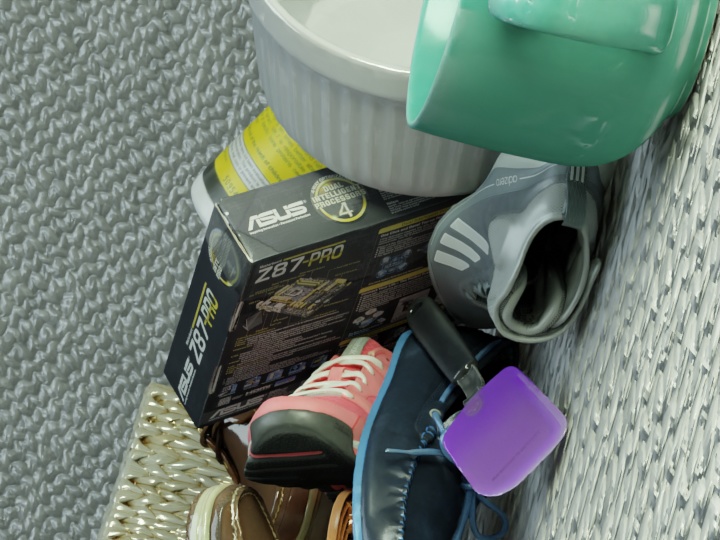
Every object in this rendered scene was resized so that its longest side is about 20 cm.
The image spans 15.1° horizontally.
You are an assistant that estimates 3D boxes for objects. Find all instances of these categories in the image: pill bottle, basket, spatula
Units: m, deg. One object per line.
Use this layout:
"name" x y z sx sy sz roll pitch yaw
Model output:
"pill bottle" -0.003 -0.083 1.741 0.200 0.114 0.114 -44 15 14
"basket" -0.101 0.206 1.985 0.198 0.199 0.161 115 169 -63
"spatula" 0.053 0.055 1.365 0.057 0.021 0.200 -47 23 6

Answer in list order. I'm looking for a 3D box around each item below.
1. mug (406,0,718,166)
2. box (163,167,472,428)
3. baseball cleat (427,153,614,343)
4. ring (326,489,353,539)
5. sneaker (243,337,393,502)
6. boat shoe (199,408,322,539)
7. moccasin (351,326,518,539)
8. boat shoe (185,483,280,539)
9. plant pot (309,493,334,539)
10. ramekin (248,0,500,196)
"mug" 0.092 -0.112 1.179 0.185 0.114 0.152 -84 9 -48
"box" 0.000 0.000 1.486 0.049 0.200 0.161 59 151 24
"baseball cleat" 0.072 0.001 1.355 0.200 0.070 0.107 110 171 -60
"ring" 0.012 0.212 1.400 0.200 0.019 0.201 -8 -90 -79
"sneaker" -0.012 0.076 1.465 0.200 0.074 0.087 31 -122 -68
"boat shoe" -0.065 0.094 1.591 0.200 0.067 0.072 -107 34 -56
"moccasin" 0.041 0.091 1.394 0.200 0.068 0.081 -77 -24 -46
"boat shoe" -0.030 0.206 1.424 0.075 0.075 0.203 -17 -89 -65
"plant pot" 0.002 0.110 1.699 0.201 0.092 0.202 -167 90 -85
"ramekin" 0.036 -0.130 1.417 0.105 0.199 0.201 94 -177 -46
